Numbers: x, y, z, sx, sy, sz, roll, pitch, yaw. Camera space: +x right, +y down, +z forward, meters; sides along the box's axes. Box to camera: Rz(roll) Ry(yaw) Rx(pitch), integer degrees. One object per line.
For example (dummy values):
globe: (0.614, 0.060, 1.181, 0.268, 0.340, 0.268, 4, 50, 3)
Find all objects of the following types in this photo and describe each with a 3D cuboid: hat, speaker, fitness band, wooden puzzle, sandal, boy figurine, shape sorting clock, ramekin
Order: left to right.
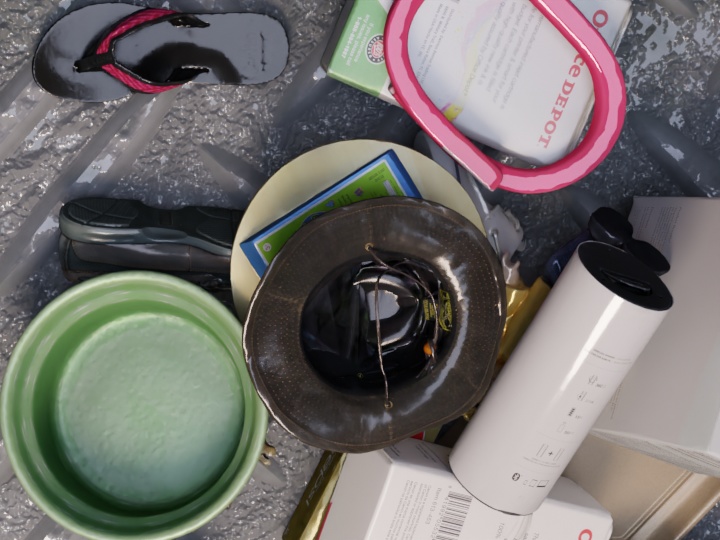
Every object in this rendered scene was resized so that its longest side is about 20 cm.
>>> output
ramekin: (-0.164, 0.104, 1.431, 0.198, 0.098, 0.202, 0, 85, 2)
sandal: (-0.152, -0.169, 1.450, 0.198, 0.045, 0.076, -4, 100, -6)
shape sorting clock: (0.000, 0.000, 1.436, 0.198, 0.039, 0.202, -2, 100, -10)
hat: (0.003, 0.032, 1.383, 0.199, 0.081, 0.202, -4, 104, -17)
fitness band: (0.106, -0.146, 1.403, 0.200, 0.037, 0.144, 44, 91, -13)
boy figurine: (0.141, 0.042, 1.441, 0.124, 0.064, 0.200, 47, 114, 14)
speaker: (0.144, 0.079, 1.371, 0.081, 0.081, 0.201, 24, 117, -10)
wooden puzzle: (0.177, 0.162, 1.549, 0.200, 0.037, 0.185, 44, 93, -6)

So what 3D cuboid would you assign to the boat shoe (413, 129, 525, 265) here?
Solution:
boat shoe: (0.094, -0.022, 1.492, 0.069, 0.071, 0.201, -17, 103, -12)

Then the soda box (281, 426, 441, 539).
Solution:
soda box: (0.010, 0.148, 1.508, 0.064, 0.068, 0.201, 25, 96, -10)

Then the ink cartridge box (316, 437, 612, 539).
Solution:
ink cartridge box: (0.074, 0.219, 1.463, 0.199, 0.084, 0.146, 16, 100, -23)

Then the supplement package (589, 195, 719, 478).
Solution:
supplement package: (0.286, 0.056, 1.426, 0.146, 0.200, 0.193, 21, 84, -23)

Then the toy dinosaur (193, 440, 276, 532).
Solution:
toy dinosaur: (-0.166, 0.148, 1.505, 0.198, 0.058, 0.102, 12, 87, 4)

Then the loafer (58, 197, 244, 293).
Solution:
loafer: (-0.136, -0.012, 1.474, 0.198, 0.072, 0.063, 8, 118, -3)

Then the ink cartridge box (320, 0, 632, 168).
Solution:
ink cartridge box: (0.088, -0.180, 1.455, 0.199, 0.088, 0.146, 22, 97, -8)
